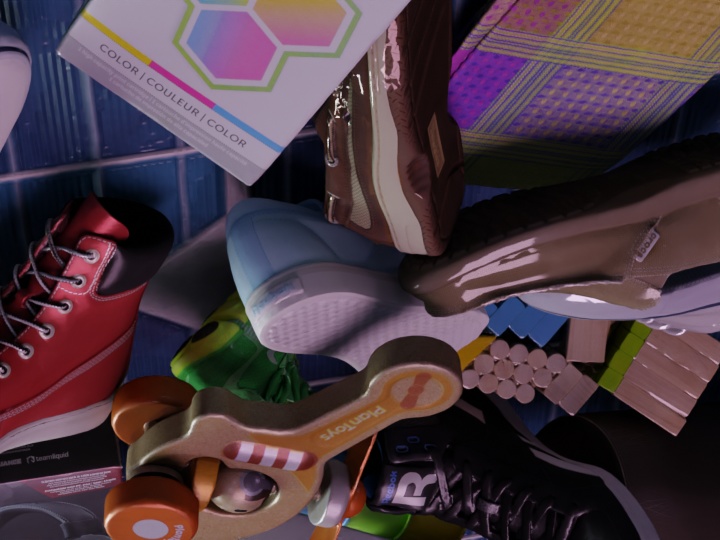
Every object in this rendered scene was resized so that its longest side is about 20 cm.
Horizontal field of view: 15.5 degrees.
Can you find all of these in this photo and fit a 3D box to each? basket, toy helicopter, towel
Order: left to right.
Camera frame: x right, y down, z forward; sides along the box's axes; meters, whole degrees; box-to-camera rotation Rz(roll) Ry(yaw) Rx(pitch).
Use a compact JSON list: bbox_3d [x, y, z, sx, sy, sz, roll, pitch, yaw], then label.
[{"bbox_3d":[-0.025,0.089,1.313,0.200,0.079,0.132,-29,133,31],"label":"toy helicopter"},{"bbox_3d":[0.104,-0.102,1.263,0.143,0.023,0.200,5,146,-28],"label":"towel"},{"bbox_3d":[0.200,0.143,1.547,0.199,0.180,0.136,6,124,-31],"label":"basket"}]

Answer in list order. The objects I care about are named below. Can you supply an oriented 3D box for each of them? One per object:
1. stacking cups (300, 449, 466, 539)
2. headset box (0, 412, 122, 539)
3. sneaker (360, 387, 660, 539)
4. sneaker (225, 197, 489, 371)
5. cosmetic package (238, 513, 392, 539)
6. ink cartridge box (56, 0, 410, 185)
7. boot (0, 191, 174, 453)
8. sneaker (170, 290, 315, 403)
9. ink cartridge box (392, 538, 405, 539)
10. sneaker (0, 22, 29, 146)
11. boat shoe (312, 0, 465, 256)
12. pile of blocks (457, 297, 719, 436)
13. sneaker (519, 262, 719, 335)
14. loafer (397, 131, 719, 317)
[{"bbox_3d":[-0.032,0.124,1.564,0.199,0.061,0.061,12,142,-28],"label":"stacking cups"},{"bbox_3d":[-0.206,0.123,1.466,0.148,0.077,0.200,-8,151,-8],"label":"headset box"},{"bbox_3d":[0.066,0.129,1.451,0.112,0.200,0.073,-5,121,-38],"label":"sneaker"},{"bbox_3d":[0.000,0.000,1.344,0.074,0.082,0.200,-31,158,19],"label":"sneaker"},{"bbox_3d":[-0.032,0.199,1.470,0.199,0.113,0.081,19,158,-5],"label":"cosmetic package"},{"bbox_3d":[-0.031,-0.134,1.079,0.104,0.059,0.200,34,133,-11],"label":"ink cartridge box"},{"bbox_3d":[-0.178,0.030,1.268,0.200,0.072,0.144,-23,148,-45],"label":"boot"},{"bbox_3d":[-0.049,0.068,1.412,0.074,0.084,0.200,-46,161,-17],"label":"sneaker"},{"bbox_3d":[0.025,0.191,1.615,0.099,0.039,0.200,11,167,-19],"label":"ink cartridge box"},{"bbox_3d":[-0.196,-0.016,1.173,0.073,0.071,0.200,4,124,-55],"label":"sneaker"},{"bbox_3d":[-0.001,-0.083,1.207,0.075,0.075,0.203,11,139,17],"label":"boat shoe"},{"bbox_3d":[0.100,0.038,1.473,0.199,0.082,0.062,6,-171,-14],"label":"pile of blocks"},{"bbox_3d":[0.168,0.006,1.413,0.199,0.073,0.071,-3,141,-18],"label":"sneaker"},{"bbox_3d":[0.117,-0.010,1.304,0.199,0.076,0.068,-17,106,-8],"label":"loafer"}]
